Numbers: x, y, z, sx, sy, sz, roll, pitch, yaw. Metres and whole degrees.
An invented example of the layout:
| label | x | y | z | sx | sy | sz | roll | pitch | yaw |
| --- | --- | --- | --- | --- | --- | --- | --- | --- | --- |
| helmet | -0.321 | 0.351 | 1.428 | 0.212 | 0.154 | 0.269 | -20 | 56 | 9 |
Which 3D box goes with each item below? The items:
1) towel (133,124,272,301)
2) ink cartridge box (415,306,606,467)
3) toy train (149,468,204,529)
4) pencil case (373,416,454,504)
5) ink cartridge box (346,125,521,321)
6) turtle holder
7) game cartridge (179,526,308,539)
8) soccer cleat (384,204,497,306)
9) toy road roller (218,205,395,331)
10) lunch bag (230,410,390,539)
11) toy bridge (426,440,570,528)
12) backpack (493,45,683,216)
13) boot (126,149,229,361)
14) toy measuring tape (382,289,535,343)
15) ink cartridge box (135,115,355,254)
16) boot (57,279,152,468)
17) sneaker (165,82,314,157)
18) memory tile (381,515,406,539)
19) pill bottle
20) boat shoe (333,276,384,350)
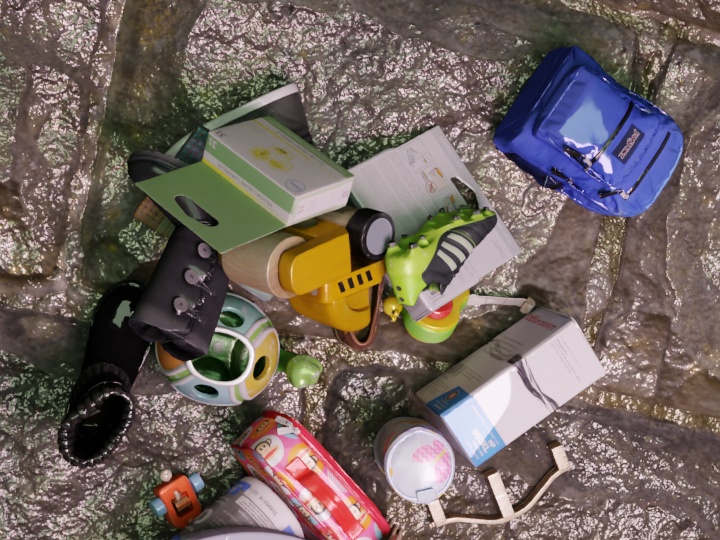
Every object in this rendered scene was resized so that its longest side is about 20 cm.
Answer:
| label | x | y | z | sx | sy | sz | roll | pitch | yaw |
| --- | --- | --- | --- | --- | --- | --- | --- | --- | --- |
| towel | -0.152 | -0.068 | 1.530 | 0.200 | 0.022 | 0.147 | 33 | 107 | -19 |
| ink cartridge box | 0.183 | 0.139 | 1.572 | 0.200 | 0.145 | 0.084 | -35 | 100 | -5 |
| toy train | -0.264 | 0.339 | 1.547 | 0.200 | 0.056 | 0.150 | -36 | 109 | -26 |
| pencil case | 0.062 | 0.226 | 1.534 | 0.083 | 0.200 | 0.091 | 3 | 86 | -3 |
| ink cartridge box | 0.081 | -0.062 | 1.567 | 0.174 | 0.044 | 0.200 | -30 | 85 | -37 |
| turtle holder | -0.156 | 0.107 | 1.521 | 0.186 | 0.132 | 0.141 | 43 | 86 | -9 |
| game cartridge | -0.121 | 0.362 | 1.451 | 0.200 | 0.042 | 0.133 | 13 | 89 | -32 |
| soccer cleat | 0.096 | -0.021 | 1.499 | 0.200 | 0.067 | 0.081 | -30 | 119 | -46 |
| toy road roller | -0.055 | 0.006 | 1.453 | 0.200 | 0.123 | 0.146 | -22 | 118 | -41 |
| lunch bag | -0.060 | 0.261 | 1.522 | 0.082 | 0.176 | 0.200 | -43 | 100 | -16 |
| toy bridge | 0.179 | 0.290 | 1.641 | 0.200 | 0.027 | 0.067 | -23 | 98 | -7 |
| backpack | 0.290 | -0.155 | 1.562 | 0.200 | 0.168 | 0.163 | 35 | 94 | -14 |
| boot | -0.218 | -0.018 | 1.432 | 0.165 | 0.066 | 0.200 | 27 | 64 | -17 |
| toy measuring tape | 0.125 | 0.059 | 1.595 | 0.200 | 0.074 | 0.074 | 5 | 93 | -13 |
| ink cartridge box | -0.125 | -0.100 | 1.401 | 0.146 | 0.200 | 0.048 | 37 | 126 | 25 |
| boot | -0.291 | 0.118 | 1.486 | 0.079 | 0.158 | 0.211 | 16 | 91 | -10 |
| sneaker | -0.144 | -0.140 | 1.536 | 0.200 | 0.071 | 0.099 | -29 | 93 | -11 |
| memory tile | 0.003 | 0.370 | 1.531 | 0.017 | 0.200 | 0.153 | 34 | 86 | -1 |
| pill bottle | -0.174 | 0.348 | 1.504 | 0.200 | 0.114 | 0.114 | -38 | 99 | -26 |
| boat shoe | 0.000 | 0.000 | 1.572 | 0.072 | 0.068 | 0.200 | -2 | 94 | -9 |
